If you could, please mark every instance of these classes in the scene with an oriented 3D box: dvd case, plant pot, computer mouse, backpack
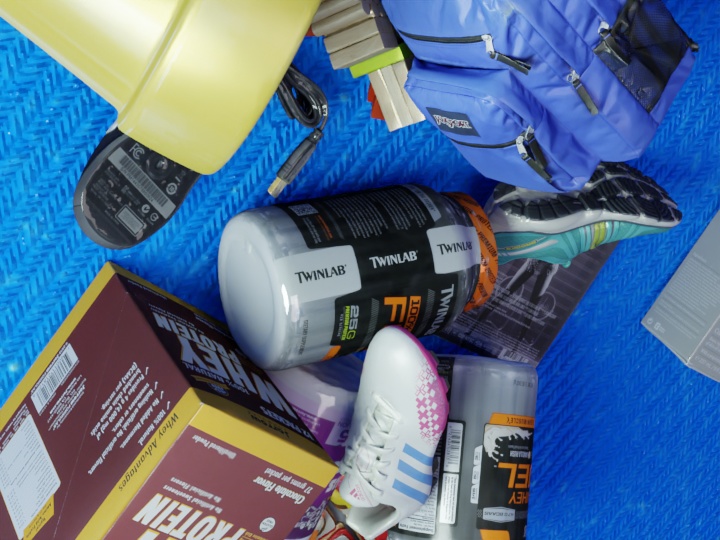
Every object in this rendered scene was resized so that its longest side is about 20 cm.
[{"bbox_3d":[0.158,-0.009,1.110,0.148,0.016,0.201,25,102,-38],"label":"dvd case"},{"bbox_3d":[-0.128,-0.188,0.721,0.188,0.201,0.202,27,102,-17],"label":"plant pot"},{"bbox_3d":[-0.114,-0.087,0.884,0.201,0.046,0.140,-53,128,-7],"label":"computer mouse"},{"bbox_3d":[0.114,-0.164,0.851,0.200,0.162,0.169,44,70,-37],"label":"backpack"}]

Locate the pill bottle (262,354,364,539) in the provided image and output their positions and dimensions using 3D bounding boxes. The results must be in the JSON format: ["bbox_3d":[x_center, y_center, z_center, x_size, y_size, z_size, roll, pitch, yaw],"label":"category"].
[{"bbox_3d":[-0.071,0.158,1.005,0.111,0.112,0.201,15,109,-36],"label":"pill bottle"}]

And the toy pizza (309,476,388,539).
[{"bbox_3d":[-0.014,0.230,1.112,0.198,0.032,0.202,-8,115,-17],"label":"toy pizza"}]

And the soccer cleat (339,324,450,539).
[{"bbox_3d":[0.020,0.132,0.929,0.086,0.070,0.201,-37,143,-30],"label":"soccer cleat"}]

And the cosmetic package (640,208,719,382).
[{"bbox_3d":[0.384,0.006,1.211,0.106,0.090,0.201,24,106,-35],"label":"cosmetic package"}]

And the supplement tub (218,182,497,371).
[{"bbox_3d":[0.000,0.000,0.946,0.198,0.122,0.124,-12,122,-29],"label":"supplement tub"}]

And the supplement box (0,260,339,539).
[{"bbox_3d":[-0.158,0.141,0.885,0.132,0.200,0.198,32,98,-40],"label":"supplement box"}]

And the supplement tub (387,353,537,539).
[{"bbox_3d":[0.087,0.176,1.059,0.122,0.122,0.203,9,83,-34],"label":"supplement tub"}]

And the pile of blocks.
[{"bbox_3d":[-0.008,-0.185,0.890,0.062,0.083,0.201,-15,127,32],"label":"pile of blocks"}]

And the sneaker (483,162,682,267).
[{"bbox_3d":[0.188,-0.046,1.064,0.198,0.078,0.080,-5,138,-23],"label":"sneaker"}]
